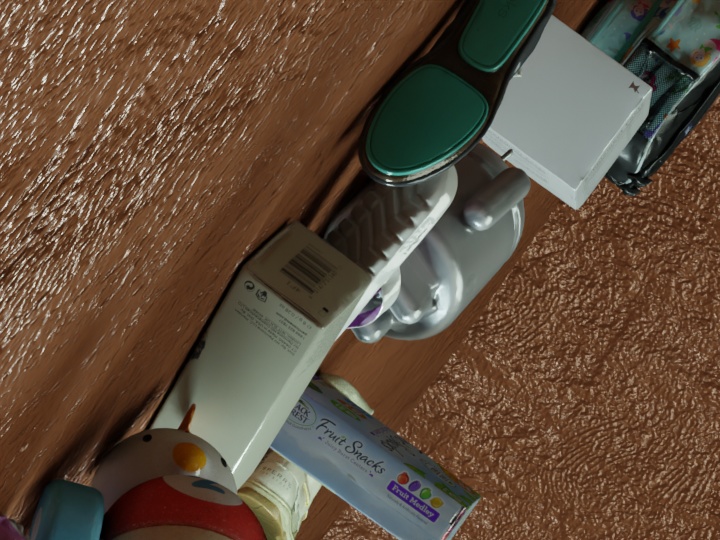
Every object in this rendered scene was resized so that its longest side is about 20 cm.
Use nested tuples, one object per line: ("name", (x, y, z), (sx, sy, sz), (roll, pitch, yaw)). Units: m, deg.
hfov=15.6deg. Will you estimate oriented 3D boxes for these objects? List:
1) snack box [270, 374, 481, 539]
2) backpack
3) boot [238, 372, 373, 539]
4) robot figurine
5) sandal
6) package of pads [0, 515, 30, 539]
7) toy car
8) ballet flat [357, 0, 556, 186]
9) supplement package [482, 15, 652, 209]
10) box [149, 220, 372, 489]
("snack box", (-0.011, 0.128, 1.903), (0.053, 0.200, 0.142), (-55, 173, 4))
("backpack", (0.280, -0.192, 2.517), (0.200, 0.151, 0.178), (-46, 176, -5))
("boot", (-0.054, 0.178, 2.460), (0.155, 0.072, 0.200), (-55, 174, -13))
("robot figurine", (0.047, -0.026, 1.898), (0.170, 0.113, 0.200), (-23, -165, 39))
("sandal", (0.002, 0.005, 1.772), (0.203, 0.050, 0.082), (-45, -142, 22))
("package of pads", (-0.212, 0.247, 1.453), (0.200, 0.120, 0.076), (-53, 174, -12))
("toy car", (-0.118, 0.153, 1.630), (0.200, 0.184, 0.177), (-88, -160, -44))
("ballet flat", (0.063, -0.120, 1.732), (0.200, 0.073, 0.073), (-53, 174, -24))
("supplement package", (0.174, -0.134, 2.250), (0.114, 0.109, 0.200), (-53, 174, 0))
("box", (-0.074, 0.068, 1.730), (0.200, 0.068, 0.082), (-58, 172, 34))
